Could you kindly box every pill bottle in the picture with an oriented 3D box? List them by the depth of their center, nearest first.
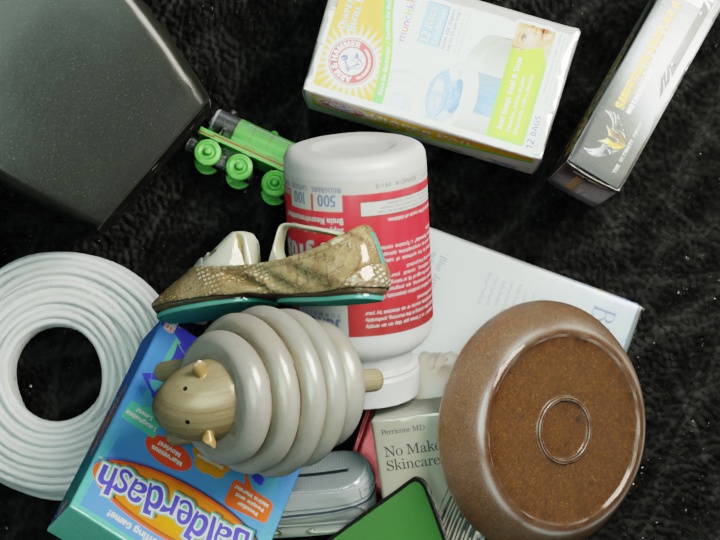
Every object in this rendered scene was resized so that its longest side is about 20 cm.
[{"bbox_3d":[0.000,0.000,1.680,0.112,0.112,0.201,-3,105,1],"label":"pill bottle"}]

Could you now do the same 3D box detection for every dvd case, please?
[{"bbox_3d":[0.114,0.062,1.754,0.199,0.018,0.143,20,86,2],"label":"dvd case"}]

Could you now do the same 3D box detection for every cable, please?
[{"bbox_3d":[-0.239,0.085,1.732,0.199,0.069,0.201,25,87,2],"label":"cable"}]

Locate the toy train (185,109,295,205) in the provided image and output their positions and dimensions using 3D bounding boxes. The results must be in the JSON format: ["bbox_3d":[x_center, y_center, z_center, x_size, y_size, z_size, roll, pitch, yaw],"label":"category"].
[{"bbox_3d":[-0.046,-0.074,1.756,0.199,0.042,0.057,25,77,2],"label":"toy train"}]

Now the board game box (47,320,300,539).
[{"bbox_3d":[-0.128,0.152,1.624,0.152,0.045,0.200,33,46,-12],"label":"board game box"}]

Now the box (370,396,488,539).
[{"bbox_3d":[0.061,0.204,1.705,0.082,0.068,0.201,-10,96,5],"label":"box"}]

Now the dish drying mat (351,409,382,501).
[{"bbox_3d":[0.088,0.172,1.748,0.199,0.018,0.077,20,88,3],"label":"dish drying mat"}]

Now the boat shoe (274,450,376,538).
[{"bbox_3d":[-0.083,0.191,1.723,0.199,0.074,0.067,-2,126,15],"label":"boat shoe"}]

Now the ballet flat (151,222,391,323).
[{"bbox_3d":[-0.068,0.000,1.620,0.199,0.070,0.066,-6,81,24],"label":"ballet flat"}]

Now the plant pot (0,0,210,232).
[{"bbox_3d":[-0.226,-0.136,1.691,0.177,0.200,0.200,41,88,-4],"label":"plant pot"}]

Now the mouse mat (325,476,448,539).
[{"bbox_3d":[0.011,0.271,1.666,0.200,0.008,0.161,-40,58,37],"label":"mouse mat"}]

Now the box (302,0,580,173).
[{"bbox_3d":[0.062,-0.161,1.727,0.199,0.101,0.113,17,86,2],"label":"box"}]

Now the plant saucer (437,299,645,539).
[{"bbox_3d":[0.151,0.123,1.684,0.199,0.034,0.201,1,89,-32],"label":"plant saucer"}]

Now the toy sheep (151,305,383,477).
[{"bbox_3d":[-0.065,0.088,1.582,0.199,0.138,0.139,-11,85,-39],"label":"toy sheep"}]

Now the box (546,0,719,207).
[{"bbox_3d":[0.221,-0.152,1.696,0.048,0.158,0.201,30,88,0],"label":"box"}]
